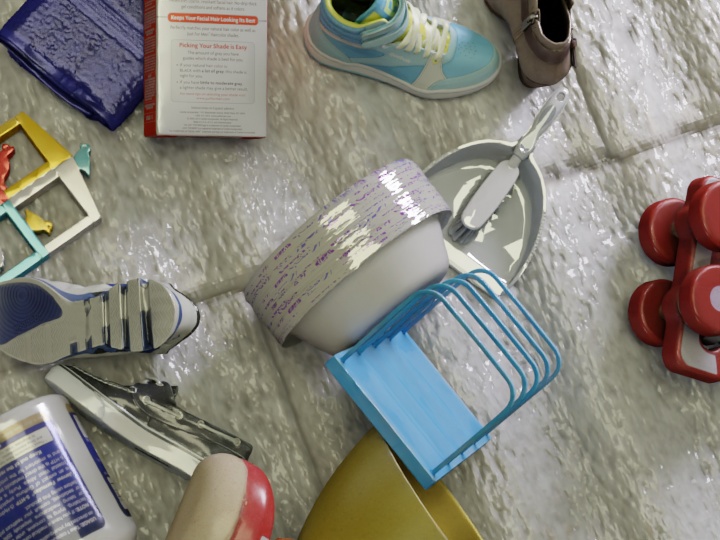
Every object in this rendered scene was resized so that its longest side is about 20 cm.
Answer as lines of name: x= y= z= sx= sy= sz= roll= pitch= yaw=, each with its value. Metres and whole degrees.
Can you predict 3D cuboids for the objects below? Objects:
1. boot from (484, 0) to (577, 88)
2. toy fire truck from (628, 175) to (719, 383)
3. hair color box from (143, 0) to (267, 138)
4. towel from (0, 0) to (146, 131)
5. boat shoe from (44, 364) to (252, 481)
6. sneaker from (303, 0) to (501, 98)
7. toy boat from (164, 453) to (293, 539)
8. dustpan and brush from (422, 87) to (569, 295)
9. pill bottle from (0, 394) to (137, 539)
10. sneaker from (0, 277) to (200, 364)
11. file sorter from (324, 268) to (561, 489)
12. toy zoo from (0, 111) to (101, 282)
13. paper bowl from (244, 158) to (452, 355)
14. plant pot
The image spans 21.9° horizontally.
boot: x=0.169 y=-0.274 z=1.812 sx=0.070 sy=0.146 sz=0.202 roll=-11 pitch=76 yaw=-8
toy fire truck: x=0.359 y=0.011 z=1.790 sx=0.167 sy=0.112 sz=0.202 roll=16 pitch=74 yaw=-22
hair color box: x=-0.148 y=-0.227 z=1.769 sx=0.110 sy=0.064 sz=0.202 roll=0 pitch=93 yaw=-19
towel: x=-0.237 y=-0.248 z=1.811 sx=0.147 sy=0.050 sz=0.200 roll=40 pitch=74 yaw=-3
boat shoe: x=-0.191 y=0.131 z=1.701 sx=0.199 sy=0.072 sz=0.068 roll=31 pitch=76 yaw=-1
sneaker: x=0.047 y=-0.230 z=1.794 sx=0.198 sy=0.131 sz=0.080 roll=9 pitch=73 yaw=-5
toy boat: x=-0.100 y=0.238 z=1.583 sx=0.130 sy=0.200 sz=0.131 roll=23 pitch=74 yaw=-2
dustpan and brush: x=0.140 y=-0.093 z=1.806 sx=0.139 sy=0.057 sz=0.200 roll=36 pitch=74 yaw=3
pill bottle: x=-0.267 y=0.223 z=1.643 sx=0.119 sy=0.120 sz=0.201 roll=-28 pitch=80 yaw=-13
sneaker: x=-0.231 y=0.049 z=1.715 sx=0.198 sy=0.115 sz=0.081 roll=-1 pitch=84 yaw=23
file sorter: x=0.083 y=0.085 z=1.663 sx=0.123 sy=0.200 sz=0.139 roll=-42 pitch=82 yaw=18
toy zoo: x=-0.338 y=-0.060 z=1.760 sx=0.200 sy=0.020 sz=0.131 roll=-37 pitch=82 yaw=-14
paper bowl: x=0.000 y=0.000 z=1.691 sx=0.200 sy=0.201 sz=0.105 roll=-37 pitch=82 yaw=-14
plant pot: x=0.022 y=0.255 z=1.649 sx=0.142 sy=0.200 sz=0.201 roll=-37 pitch=82 yaw=6
